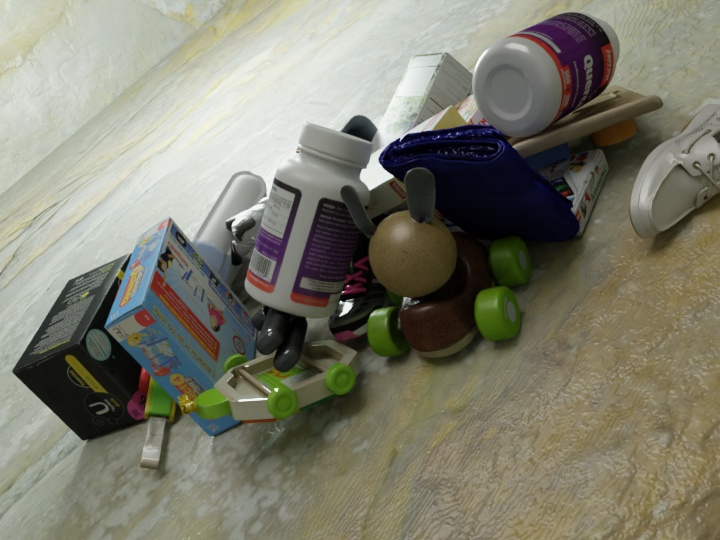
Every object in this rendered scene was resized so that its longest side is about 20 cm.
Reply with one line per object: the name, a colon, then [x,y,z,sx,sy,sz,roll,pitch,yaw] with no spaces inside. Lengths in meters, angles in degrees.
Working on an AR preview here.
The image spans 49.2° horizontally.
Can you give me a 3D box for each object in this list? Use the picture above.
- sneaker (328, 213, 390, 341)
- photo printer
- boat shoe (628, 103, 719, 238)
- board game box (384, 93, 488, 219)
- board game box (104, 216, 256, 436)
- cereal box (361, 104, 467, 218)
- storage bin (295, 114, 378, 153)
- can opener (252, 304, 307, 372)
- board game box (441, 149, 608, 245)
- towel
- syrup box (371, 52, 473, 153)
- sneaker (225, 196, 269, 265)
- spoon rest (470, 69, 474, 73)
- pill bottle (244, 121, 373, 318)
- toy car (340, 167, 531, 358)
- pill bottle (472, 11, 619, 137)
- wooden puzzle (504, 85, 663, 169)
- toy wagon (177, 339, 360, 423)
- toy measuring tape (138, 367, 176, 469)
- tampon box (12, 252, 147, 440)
sneaker: [0.000,0.000,0.974,0.073,0.088,0.201,-11,35,36]
photo printer: [-0.205,-0.045,1.188,0.201,0.069,0.167,-71,5,-46]
boat shoe: [0.350,-0.107,0.807,0.200,0.071,0.069,-46,30,-22]
board game box: [0.117,-0.149,1.030,0.201,0.046,0.151,-55,11,-13]
board game box: [-0.211,0.066,0.974,0.056,0.201,0.196,-27,29,14]
cereal box: [0.031,-0.116,0.978,0.199,0.040,0.144,-21,26,54]
storage bin: [-0.057,-0.126,1.181,0.134,0.146,0.200,-13,34,49]
can opener: [-0.097,0.072,0.913,0.067,0.053,0.200,-41,11,11]
board game box: [0.191,-0.085,0.966,0.199,0.035,0.127,-5,40,40]
towel: [0.130,-0.089,0.823,0.147,0.200,0.050,5,72,39]
syrup box: [0.085,-0.208,1.141,0.079,0.081,0.201,15,78,54]
sneaker: [-0.111,-0.018,1.052,0.115,0.075,0.200,-24,48,-35]
spoon rest: [0.165,-0.271,1.237,0.099,0.061,0.201,-20,33,22]
pill bottle: [-0.053,-0.058,0.886,0.111,0.111,0.202,37,113,59]
toy car: [0.064,-0.023,0.834,0.163,0.201,0.158,-13,36,32]
pill bottle: [0.229,-0.240,0.936,0.112,0.113,0.199,3,27,46]
wooden puzzle: [0.258,-0.174,0.979,0.184,0.047,0.200,-19,14,6]
toy wagon: [-0.102,0.125,0.868,0.199,0.040,0.155,-20,17,-24]
toy measuring tape: [-0.253,0.161,1.002,0.073,0.074,0.200,-28,28,10]
tampon box: [-0.357,0.105,1.111,0.125,0.150,0.201,-21,32,22]
